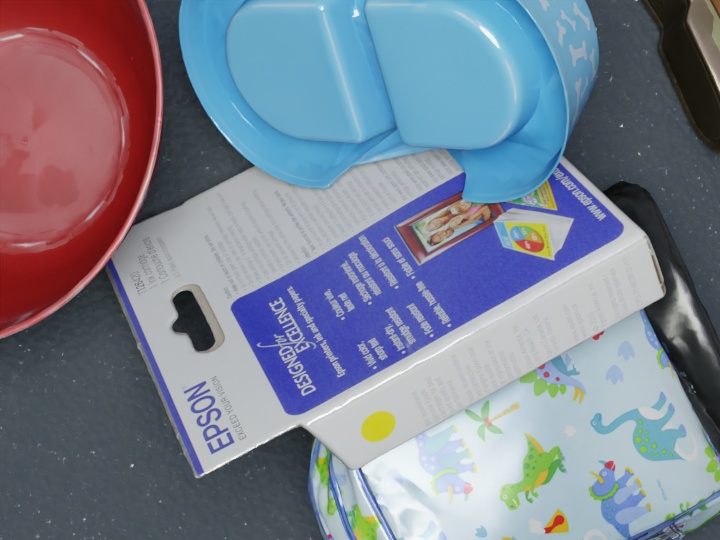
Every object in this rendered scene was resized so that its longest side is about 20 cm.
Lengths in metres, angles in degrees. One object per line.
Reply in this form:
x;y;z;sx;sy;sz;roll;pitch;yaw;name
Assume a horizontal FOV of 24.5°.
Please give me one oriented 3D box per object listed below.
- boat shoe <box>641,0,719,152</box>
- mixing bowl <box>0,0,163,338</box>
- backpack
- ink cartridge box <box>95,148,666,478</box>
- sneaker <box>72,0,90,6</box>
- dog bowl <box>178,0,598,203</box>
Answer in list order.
0.166;-0.161;0.805;0.068;0.072;0.201;-21;94;-9;boat shoe
-0.169;-0.065;0.743;0.198;0.108;0.202;0;87;9;mixing bowl
0.070;0.073;0.743;0.199;0.154;0.164;-24;92;7;backpack
0.000;0.000;0.720;0.199;0.198;0.047;-29;125;-4;ink cartridge box
-0.092;-0.219;0.794;0.091;0.078;0.202;14;84;-5;sneaker
0.012;-0.092;0.703;0.050;0.199;0.112;-44;128;-40;dog bowl
